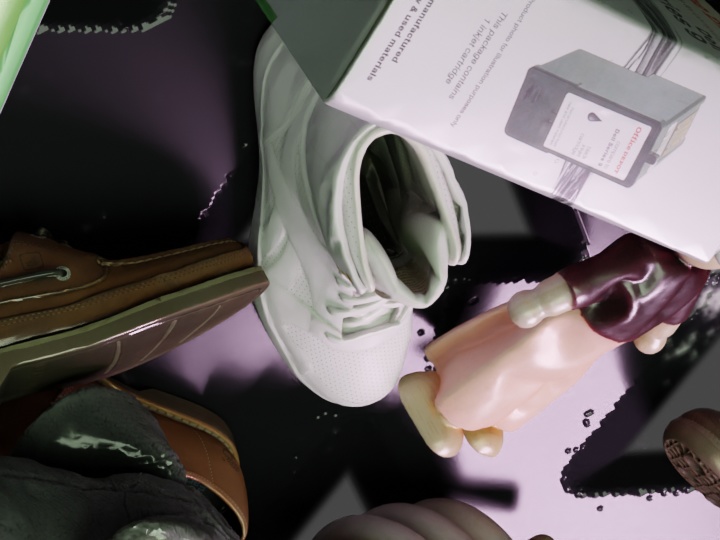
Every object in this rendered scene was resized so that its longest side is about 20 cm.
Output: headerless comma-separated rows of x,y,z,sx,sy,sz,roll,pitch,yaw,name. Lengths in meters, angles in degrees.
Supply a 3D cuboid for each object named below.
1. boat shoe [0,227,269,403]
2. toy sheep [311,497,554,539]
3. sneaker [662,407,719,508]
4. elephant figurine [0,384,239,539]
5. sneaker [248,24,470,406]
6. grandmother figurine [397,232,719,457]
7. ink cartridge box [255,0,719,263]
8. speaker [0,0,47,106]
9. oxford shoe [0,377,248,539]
-0.133,0.013,1.103,0.199,0.068,0.072,-19,165,-31,boat shoe
0.020,0.173,1.242,0.200,0.138,0.138,-31,135,-40,toy sheep
0.227,0.105,1.328,0.200,0.070,0.076,38,83,-39,sneaker
-0.109,0.119,1.085,0.199,0.142,0.155,-17,166,-19,elephant figurine
0.000,0.000,1.125,0.073,0.116,0.201,-18,128,-13,sneaker
0.107,0.014,1.168,0.200,0.061,0.121,-37,165,28,grandmother figurine
0.062,-0.098,1.067,0.199,0.146,0.084,21,111,-32,ink cartridge box
-0.173,-0.087,1.008,0.088,0.089,0.200,15,115,-29,speaker
-0.133,0.079,1.151,0.199,0.071,0.071,16,116,-28,oxford shoe
